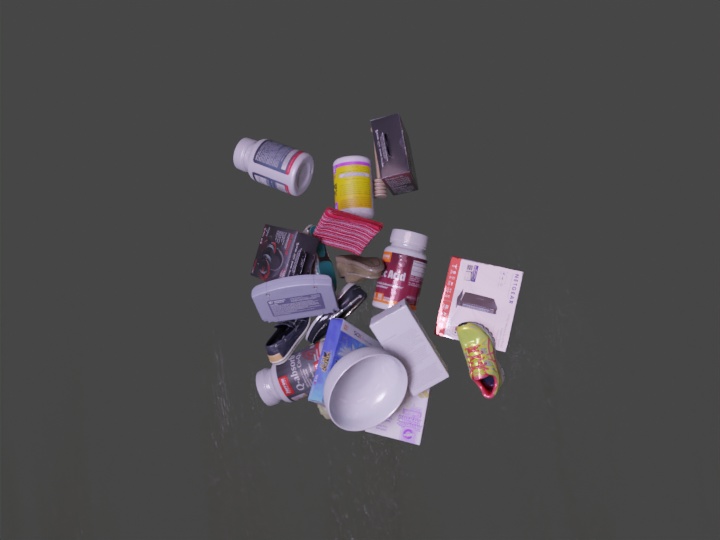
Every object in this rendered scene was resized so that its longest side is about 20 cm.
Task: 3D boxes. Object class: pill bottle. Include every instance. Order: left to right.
[{"bbox_3d":[-0.239,-0.291,1.450,0.199,0.120,0.120,23,91,15],"label":"pill bottle"},{"bbox_3d":[-0.155,0.264,1.345,0.199,0.116,0.117,-24,80,10],"label":"pill bottle"},{"bbox_3d":[-0.016,-0.190,1.390,0.103,0.104,0.202,-5,84,14],"label":"pill bottle"},{"bbox_3d":[0.105,0.004,1.337,0.113,0.114,0.201,12,88,15],"label":"pill bottle"}]

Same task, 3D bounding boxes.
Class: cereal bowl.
[{"bbox_3d":[0.004,0.255,1.197,0.200,0.200,0.083,-52,34,5],"label":"cereal bowl"}]

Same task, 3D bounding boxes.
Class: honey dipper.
[{"bbox_3d":[0.045,-0.293,1.419,0.038,0.038,0.202,-7,82,14],"label":"honey dipper"}]

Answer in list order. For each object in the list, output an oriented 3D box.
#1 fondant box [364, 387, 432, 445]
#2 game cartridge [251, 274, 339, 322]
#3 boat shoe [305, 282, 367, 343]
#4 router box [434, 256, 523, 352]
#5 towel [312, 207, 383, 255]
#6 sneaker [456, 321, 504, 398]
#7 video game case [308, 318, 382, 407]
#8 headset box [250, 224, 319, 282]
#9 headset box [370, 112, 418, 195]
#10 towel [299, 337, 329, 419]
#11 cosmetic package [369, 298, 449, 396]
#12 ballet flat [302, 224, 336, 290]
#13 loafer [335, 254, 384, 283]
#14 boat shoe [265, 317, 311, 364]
[{"bbox_3d":[0.102,0.319,1.341,0.143,0.058,0.202,10,89,15],"label":"fondant box"},{"bbox_3d":[-0.160,0.068,1.313,0.198,0.133,0.041,-9,53,2],"label":"game cartridge"},{"bbox_3d":[-0.064,0.120,1.391,0.060,0.076,0.200,40,95,18],"label":"boat shoe"},{"bbox_3d":[0.292,0.081,1.315,0.178,0.049,0.201,12,89,15],"label":"router box"},{"bbox_3d":[-0.038,-0.093,1.322,0.144,0.200,0.023,17,69,-11],"label":"towel"},{"bbox_3d":[0.282,0.212,1.247,0.078,0.090,0.201,-22,106,32],"label":"sneaker"},{"bbox_3d":[-0.030,0.242,1.290,0.045,0.181,0.201,-2,64,38],"label":"video game case"},{"bbox_3d":[-0.195,-0.032,1.388,0.199,0.075,0.150,17,90,52],"label":"headset box"},{"bbox_3d":[0.086,-0.286,1.322,0.077,0.200,0.150,-12,83,13],"label":"headset box"},{"bbox_3d":[-0.068,0.274,1.401,0.148,0.036,0.201,-25,78,10],"label":"towel"},{"bbox_3d":[0.115,0.181,1.256,0.101,0.071,0.201,-30,97,9],"label":"cosmetic package"},{"bbox_3d":[-0.116,-0.023,1.432,0.071,0.072,0.201,-17,79,13],"label":"ballet flat"},{"bbox_3d":[0.000,0.000,1.351,0.076,0.200,0.068,-8,102,-24],"label":"loafer"},{"bbox_3d":[-0.185,0.154,1.371,0.074,0.200,0.062,-12,120,32],"label":"boat shoe"}]
